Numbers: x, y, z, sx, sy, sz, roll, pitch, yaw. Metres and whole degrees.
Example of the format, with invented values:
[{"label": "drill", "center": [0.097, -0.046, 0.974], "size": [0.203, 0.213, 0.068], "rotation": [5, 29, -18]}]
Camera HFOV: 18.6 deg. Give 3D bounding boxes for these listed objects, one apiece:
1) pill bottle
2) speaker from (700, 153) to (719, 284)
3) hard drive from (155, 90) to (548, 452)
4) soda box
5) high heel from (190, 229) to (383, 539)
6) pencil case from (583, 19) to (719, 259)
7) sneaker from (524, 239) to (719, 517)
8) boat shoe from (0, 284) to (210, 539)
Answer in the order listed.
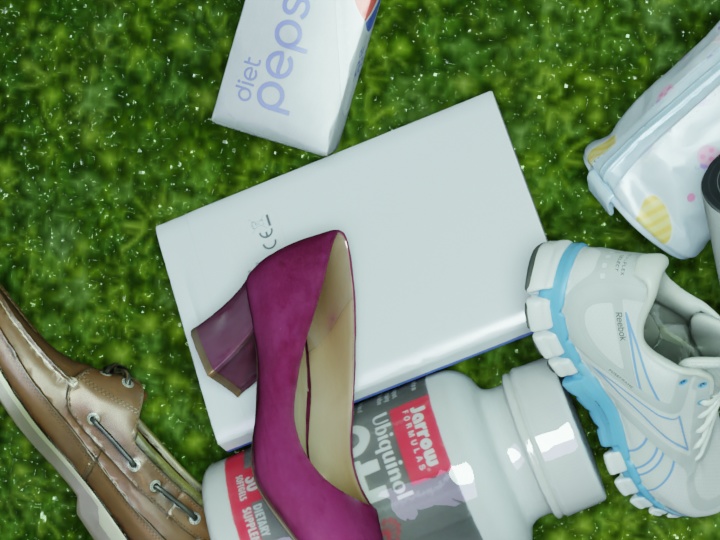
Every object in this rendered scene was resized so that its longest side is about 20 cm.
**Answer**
[{"label": "pill bottle", "center": [0.025, 0.120, 1.167], "size": [0.199, 0.111, 0.112], "rotation": [-23, 93, 6]}, {"label": "speaker", "center": [0.227, 0.032, 1.117], "size": [0.080, 0.081, 0.201], "rotation": [-13, 123, 6]}, {"label": "hard drive", "center": [0.000, 0.000, 1.176], "size": [0.198, 0.025, 0.133], "rotation": [-21, 67, 6]}, {"label": "soda box", "center": [-0.018, -0.166, 1.168], "size": [0.068, 0.063, 0.202], "rotation": [17, 96, 3]}, {"label": "high heel", "center": [-0.011, 0.070, 1.095], "size": [0.096, 0.067, 0.201], "rotation": [-38, 59, 10]}, {"label": "pencil case", "center": [0.205, -0.097, 1.125], "size": [0.200, 0.090, 0.083], "rotation": [-47, 69, 22]}, {"label": "sneaker", "center": [0.161, 0.061, 1.124], "size": [0.086, 0.075, 0.200], "rotation": [-5, 139, 36]}, {"label": "boat shoe", "center": [-0.146, 0.079, 1.204], "size": [0.068, 0.072, 0.201], "rotation": [-34, 101, 3]}]
